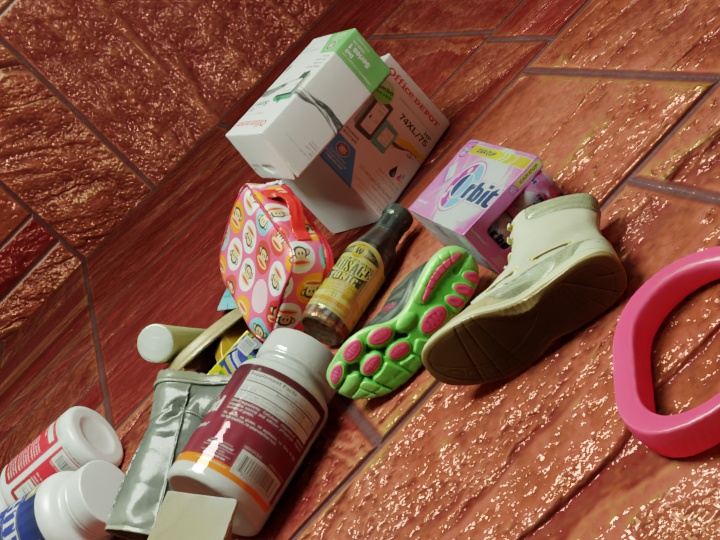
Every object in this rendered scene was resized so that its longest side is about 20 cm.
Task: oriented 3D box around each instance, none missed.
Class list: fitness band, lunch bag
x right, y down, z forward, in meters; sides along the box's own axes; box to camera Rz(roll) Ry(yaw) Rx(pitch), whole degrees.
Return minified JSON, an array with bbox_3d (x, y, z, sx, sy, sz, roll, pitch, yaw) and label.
[{"bbox_3d":[0.248,0.050,0.791,0.143,0.037,0.201,-38,19,30],"label":"fitness band"},{"bbox_3d":[-0.111,-0.023,1.430,0.200,0.081,0.177,55,135,44],"label":"lunch bag"}]

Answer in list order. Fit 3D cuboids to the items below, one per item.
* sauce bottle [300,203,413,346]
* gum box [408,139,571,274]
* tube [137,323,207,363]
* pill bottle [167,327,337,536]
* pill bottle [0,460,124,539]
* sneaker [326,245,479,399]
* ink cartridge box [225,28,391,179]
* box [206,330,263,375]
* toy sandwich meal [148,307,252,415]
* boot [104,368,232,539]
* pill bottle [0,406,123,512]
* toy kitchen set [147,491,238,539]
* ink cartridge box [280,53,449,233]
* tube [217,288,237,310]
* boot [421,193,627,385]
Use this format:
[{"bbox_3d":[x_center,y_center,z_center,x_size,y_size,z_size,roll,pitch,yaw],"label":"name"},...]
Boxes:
[{"bbox_3d":[0.000,0.000,1.358,0.066,0.066,0.201,-17,36,54],"label":"sauce bottle"},{"bbox_3d":[0.140,-0.074,1.213,0.114,0.066,0.200,-47,19,-2],"label":"gum box"},{"bbox_3d":[-0.252,0.104,1.526,0.200,0.057,0.052,36,-124,-81],"label":"tube"},{"bbox_3d":[-0.105,0.166,1.160,0.114,0.114,0.201,-19,32,52],"label":"pill bottle"},{"bbox_3d":[-0.386,0.329,1.408,0.199,0.120,0.120,-36,21,25],"label":"pill bottle"},{"bbox_3d":[0.048,0.059,1.152,0.200,0.077,0.084,-43,1,-3],"label":"sneaker"},{"bbox_3d":[-0.074,-0.225,1.497,0.200,0.084,0.146,-49,23,-15],"label":"ink cartridge box"},{"bbox_3d":[-0.185,0.170,1.373,0.200,0.064,0.070,-47,0,-8],"label":"box"},{"bbox_3d":[-0.201,0.131,1.500,0.205,0.070,0.205,-42,-4,-4],"label":"toy sandwich meal"},{"bbox_3d":[-0.185,0.219,1.262,0.180,0.073,0.201,2,53,12],"label":"boot"},{"bbox_3d":[-0.455,0.302,1.616,0.200,0.112,0.112,-40,19,13],"label":"pill bottle"},{"bbox_3d":[-0.168,0.330,1.026,0.198,0.182,0.164,4,40,11],"label":"toy kitchen set"},{"bbox_3d":[0.000,-0.184,1.610,0.146,0.147,0.201,-12,39,57],"label":"ink cartridge box"},{"bbox_3d":[-0.165,-0.019,1.780,0.201,0.050,0.077,-59,19,-22],"label":"tube"},{"bbox_3d":[0.145,0.014,1.018,0.199,0.072,0.155,-33,22,19],"label":"boot"}]
